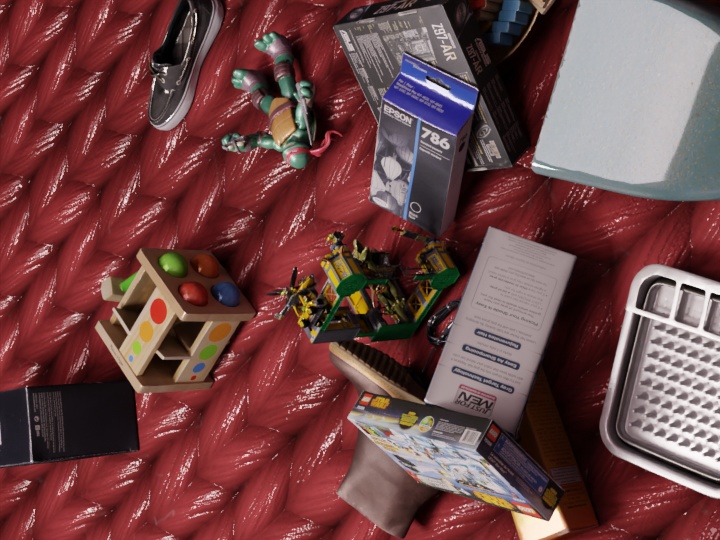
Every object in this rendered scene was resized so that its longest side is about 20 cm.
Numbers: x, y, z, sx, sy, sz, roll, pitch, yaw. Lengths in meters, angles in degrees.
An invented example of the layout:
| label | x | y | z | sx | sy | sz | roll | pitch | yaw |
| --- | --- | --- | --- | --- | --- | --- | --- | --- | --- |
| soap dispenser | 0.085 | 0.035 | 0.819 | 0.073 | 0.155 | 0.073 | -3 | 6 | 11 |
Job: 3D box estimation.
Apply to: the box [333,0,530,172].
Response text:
| label | x | y | z | sx | sy | sz | roll | pitch | yaw |
| --- | --- | --- | --- | --- | --- | --- | --- | --- | --- |
| box | 0.077 | -0.201 | 1.606 | 0.160 | 0.044 | 0.201 | -3 | 123 | 43 |

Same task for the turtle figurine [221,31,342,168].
| label | x | y | z | sx | sy | sz | roll | pitch | yaw |
| --- | --- | --- | --- | --- | --- | --- | --- | --- | --- |
| turtle figurine | -0.101 | -0.190 | 1.807 | 0.149 | 0.101 | 0.201 | -35 | 50 | 21 |

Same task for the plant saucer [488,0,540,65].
| label | x | y | z | sx | sy | sz | roll | pitch | yaw |
| --- | --- | --- | --- | --- | --- | --- | --- | --- | --- |
| plant saucer | 0.134 | -0.316 | 1.634 | 0.200 | 0.035 | 0.201 | -1 | 88 | 42 |

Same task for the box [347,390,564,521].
| label | x | y | z | sx | sy | sz | roll | pitch | yaw |
| --- | --- | --- | --- | --- | --- | --- | --- | --- | --- |
| box | 0.096 | 0.188 | 1.509 | 0.200 | 0.137 | 0.040 | 8 | 59 | 50 |

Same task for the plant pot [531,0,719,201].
| label | x | y | z | sx | sy | sz | roll | pitch | yaw |
| --- | --- | --- | --- | --- | --- | --- | --- | --- | --- |
| plant pot | 0.311 | -0.154 | 1.369 | 0.199 | 0.195 | 0.197 | 23 | 105 | 32 |

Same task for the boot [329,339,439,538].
| label | x | y | z | sx | sy | sz | roll | pitch | yaw |
| --- | --- | --- | --- | --- | --- | --- | --- | --- | --- |
| boot | 0.013 | 0.191 | 1.670 | 0.200 | 0.072 | 0.167 | 36 | 108 | 8 |

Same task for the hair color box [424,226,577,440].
| label | x | y | z | sx | sy | sz | roll | pitch | yaw |
| --- | --- | --- | --- | --- | --- | --- | --- | --- | --- |
| hair color box | 0.145 | 0.067 | 1.522 | 0.100 | 0.061 | 0.201 | 19 | 74 | 10 |

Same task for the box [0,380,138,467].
| label | x | y | z | sx | sy | sz | roll | pitch | yaw |
| --- | --- | --- | --- | --- | --- | --- | --- | --- | --- |
| box | -0.446 | 0.219 | 2.062 | 0.199 | 0.182 | 0.105 | -12 | 81 | 41 |

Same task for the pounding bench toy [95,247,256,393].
| label | x | y | z | sx | sy | sz | roll | pitch | yaw |
| --- | --- | --- | --- | --- | --- | --- | --- | --- | --- |
| pounding bench toy | -0.257 | 0.034 | 1.929 | 0.200 | 0.124 | 0.156 | 50 | 121 | 31 |

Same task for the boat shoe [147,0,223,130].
| label | x | y | z | sx | sy | sz | roll | pitch | yaw |
| --- | --- | --- | --- | --- | --- | --- | --- | --- | --- |
| boat shoe | -0.249 | -0.280 | 1.967 | 0.070 | 0.066 | 0.200 | 47 | 119 | 33 |

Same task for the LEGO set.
| label | x | y | z | sx | sy | sz | roll | pitch | yaw |
| --- | --- | --- | --- | --- | --- | --- | --- | --- | --- |
| LEGO set | 0.000 | 0.000 | 1.662 | 0.116 | 0.199 | 0.154 | 59 | 144 | 32 |

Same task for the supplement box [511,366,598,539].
| label | x | y | z | sx | sy | sz | roll | pitch | yaw |
| --- | --- | --- | --- | --- | --- | --- | --- | --- | --- |
| supplement box | 0.181 | 0.188 | 1.561 | 0.066 | 0.069 | 0.201 | -30 | 71 | 37 |

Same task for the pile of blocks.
| label | x | y | z | sx | sy | sz | roll | pitch | yaw |
| --- | --- | --- | --- | --- | --- | --- | --- | --- | --- |
| pile of blocks | 0.150 | -0.293 | 1.552 | 0.082 | 0.062 | 0.200 | 51 | 121 | 31 |

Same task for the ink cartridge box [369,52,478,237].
| label | x | y | z | sx | sy | sz | roll | pitch | yaw |
| --- | --- | --- | --- | --- | --- | --- | --- | --- | --- |
| ink cartridge box | 0.066 | -0.134 | 1.611 | 0.099 | 0.039 | 0.201 | 28 | 140 | 20 |

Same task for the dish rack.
| label | x | y | z | sx | sy | sz | roll | pitch | yaw |
| --- | --- | --- | --- | --- | --- | --- | --- | --- | --- |
| dish rack | 0.329 | 0.106 | 1.440 | 0.171 | 0.043 | 0.201 | 21 | 103 | 40 |

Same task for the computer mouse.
| label | x | y | z | sx | sy | sz | roll | pitch | yaw |
| --- | --- | --- | --- | --- | --- | --- | --- | --- | --- |
| computer mouse | 0.067 | 0.114 | 1.689 | 0.059 | 0.034 | 0.201 | 46 | 118 | 34 |
